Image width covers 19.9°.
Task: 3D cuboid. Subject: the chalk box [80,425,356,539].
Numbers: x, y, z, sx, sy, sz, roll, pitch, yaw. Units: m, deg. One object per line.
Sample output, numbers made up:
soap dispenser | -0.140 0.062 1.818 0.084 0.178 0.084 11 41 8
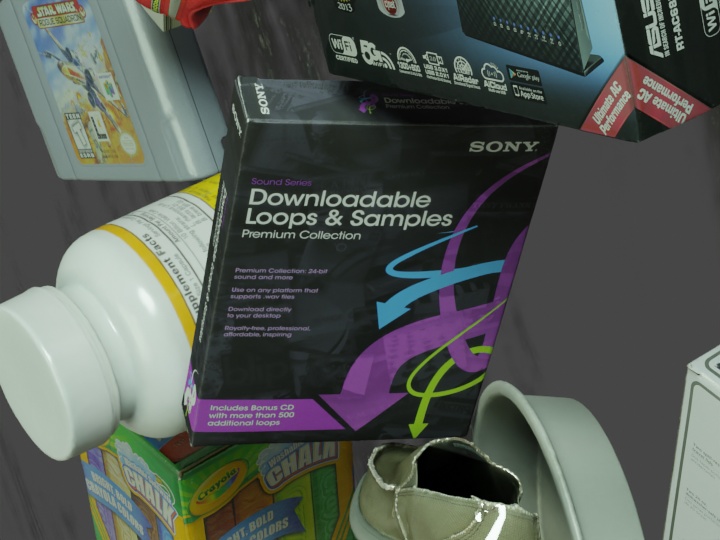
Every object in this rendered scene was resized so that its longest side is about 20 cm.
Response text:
chalk box | -0.086 0.103 1.203 0.124 0.124 0.201 36 142 40

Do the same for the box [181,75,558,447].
box | 0.000 0.000 0.940 0.036 0.142 0.201 -108 23 -47

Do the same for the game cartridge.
game cartridge | -0.154 -0.119 1.225 0.200 0.041 0.134 4 121 58

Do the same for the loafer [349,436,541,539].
loafer | 0.047 0.111 0.936 0.200 0.075 0.070 -139 64 -73

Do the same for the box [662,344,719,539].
box | 0.185 0.129 0.849 0.117 0.060 0.201 38 143 38

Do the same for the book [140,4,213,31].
book | -0.122 -0.243 1.069 0.134 0.048 0.200 47 150 31

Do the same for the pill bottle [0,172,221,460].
pill bottle | -0.085 0.017 1.050 0.113 0.200 0.113 39 142 38

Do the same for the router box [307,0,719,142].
router box | 0.047 -0.140 0.760 0.200 0.062 0.150 18 129 53

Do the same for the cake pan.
cake pan | 0.096 0.149 0.962 0.200 0.037 0.201 171 90 -80

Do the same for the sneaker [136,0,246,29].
sneaker | -0.046 -0.174 0.981 0.085 0.077 0.200 34 147 -26
